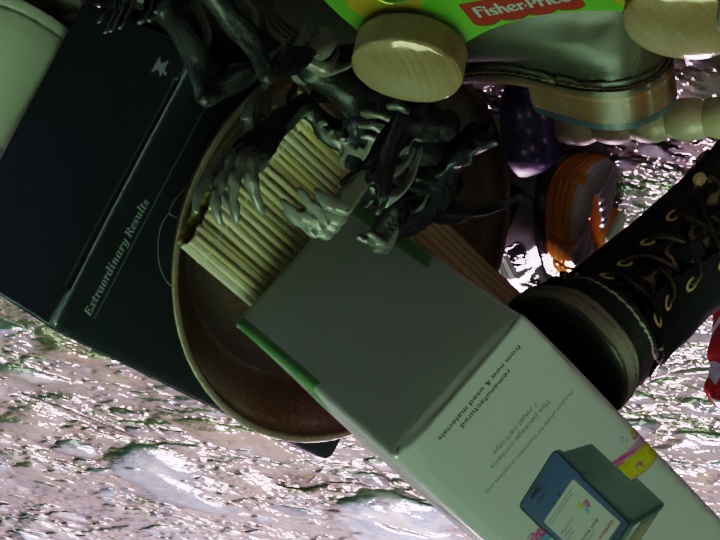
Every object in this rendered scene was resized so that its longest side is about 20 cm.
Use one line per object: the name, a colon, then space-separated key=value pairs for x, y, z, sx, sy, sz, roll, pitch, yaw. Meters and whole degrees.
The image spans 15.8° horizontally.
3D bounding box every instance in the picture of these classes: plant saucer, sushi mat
plant saucer: x=-0.015 y=-0.017 z=1.248 sx=0.200 sy=0.201 sz=0.037 roll=29 pitch=178 yaw=-41
sushi mat: x=0.000 y=0.000 z=1.235 sx=0.012 sy=0.096 sz=0.200 roll=26 pitch=168 yaw=49

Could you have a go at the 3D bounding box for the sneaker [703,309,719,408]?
sneaker: x=0.241 y=0.018 z=1.338 sx=0.071 sy=0.113 sz=0.200 roll=16 pitch=158 yaw=-17

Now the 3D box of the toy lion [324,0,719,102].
toy lion: x=0.051 y=-0.151 z=0.978 sx=0.200 sy=0.069 sz=0.192 roll=-8 pitch=145 yaw=33

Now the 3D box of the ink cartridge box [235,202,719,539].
ink cartridge box: x=0.058 y=0.074 z=1.201 sx=0.200 sy=0.088 sz=0.145 roll=46 pitch=174 yaw=-39

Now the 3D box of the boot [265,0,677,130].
boot: x=0.044 y=-0.130 z=1.146 sx=0.200 sy=0.075 sz=0.097 roll=12 pitch=135 yaw=23

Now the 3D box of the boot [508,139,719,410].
boot: x=0.149 y=-0.001 z=1.252 sx=0.073 sy=0.151 sz=0.200 roll=47 pitch=175 yaw=10

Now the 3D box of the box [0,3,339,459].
box: x=-0.076 y=-0.017 z=1.294 sx=0.200 sy=0.149 sz=0.107 roll=30 pitch=177 yaw=-42

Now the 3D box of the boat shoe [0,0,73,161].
boat shoe: x=-0.157 y=-0.078 z=1.320 sx=0.060 sy=0.072 sz=0.202 roll=34 pitch=172 yaw=48

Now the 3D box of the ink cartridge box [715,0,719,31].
ink cartridge box: x=0.240 y=-0.114 z=0.964 sx=0.145 sy=0.145 sz=0.200 roll=-5 pitch=154 yaw=33

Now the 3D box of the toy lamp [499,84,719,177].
toy lamp: x=0.168 y=-0.071 z=1.225 sx=0.200 sy=0.058 sz=0.058 roll=0 pitch=157 yaw=27

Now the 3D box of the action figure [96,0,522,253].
action figure: x=-0.024 y=-0.060 z=1.119 sx=0.200 sy=0.102 sz=0.119 roll=39 pitch=158 yaw=-23

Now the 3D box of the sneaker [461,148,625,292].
sneaker: x=0.094 y=-0.017 z=1.381 sx=0.077 sy=0.078 sz=0.200 roll=18 pitch=157 yaw=13
